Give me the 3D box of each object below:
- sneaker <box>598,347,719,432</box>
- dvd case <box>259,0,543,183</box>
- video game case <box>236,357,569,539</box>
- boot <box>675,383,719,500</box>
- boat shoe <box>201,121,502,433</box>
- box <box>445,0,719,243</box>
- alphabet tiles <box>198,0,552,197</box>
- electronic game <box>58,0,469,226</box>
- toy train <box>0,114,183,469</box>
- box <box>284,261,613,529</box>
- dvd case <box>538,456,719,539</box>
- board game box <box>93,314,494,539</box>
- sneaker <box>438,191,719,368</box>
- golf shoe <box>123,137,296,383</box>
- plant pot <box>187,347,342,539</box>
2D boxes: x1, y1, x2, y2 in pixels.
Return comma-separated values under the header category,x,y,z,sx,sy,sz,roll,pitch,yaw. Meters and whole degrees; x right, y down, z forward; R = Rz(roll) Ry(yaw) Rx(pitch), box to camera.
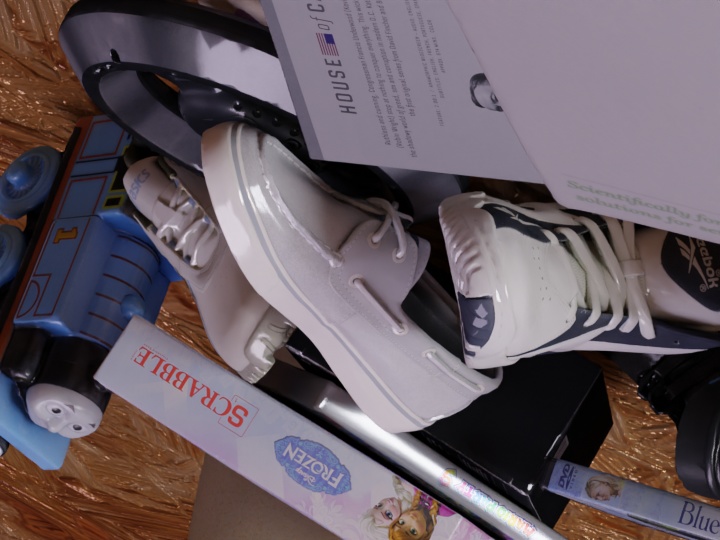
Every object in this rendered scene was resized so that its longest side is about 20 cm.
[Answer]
category,x,y,z,sx,sy,sz,roll,pitch,yaw
sneaker,0.178,0.064,1.369,0.200,0.082,0.073,27,163,3
dvd case,0.055,-0.094,1.112,0.200,0.025,0.150,8,139,24
video game case,0.038,0.107,1.447,0.200,0.018,0.143,34,174,-18
boot,0.249,0.092,1.231,0.162,0.073,0.198,11,180,39
boat shoe,0.000,0.000,1.266,0.068,0.072,0.200,-22,126,19
box,0.148,-0.112,0.826,0.199,0.171,0.200,16,158,28
alphabet tiles,0.019,-0.086,1.237,0.196,0.015,0.200,28,166,-3
electronic game,-0.044,-0.072,1.288,0.200,0.042,0.200,21,165,6
toy train,-0.151,0.008,1.485,0.114,0.200,0.087,-7,143,39
box,0.050,0.060,1.446,0.141,0.079,0.200,29,174,11
dvd case,0.197,0.129,1.305,0.200,0.018,0.143,15,175,29
board game box,-0.016,0.107,1.434,0.200,0.041,0.200,30,175,20
sneaker,0.110,-0.001,1.243,0.129,0.080,0.199,-11,168,10
golf shoe,-0.076,-0.012,1.383,0.097,0.078,0.200,28,-167,-19
plant pot,-0.025,0.146,1.657,0.187,0.200,0.187,24,160,9
